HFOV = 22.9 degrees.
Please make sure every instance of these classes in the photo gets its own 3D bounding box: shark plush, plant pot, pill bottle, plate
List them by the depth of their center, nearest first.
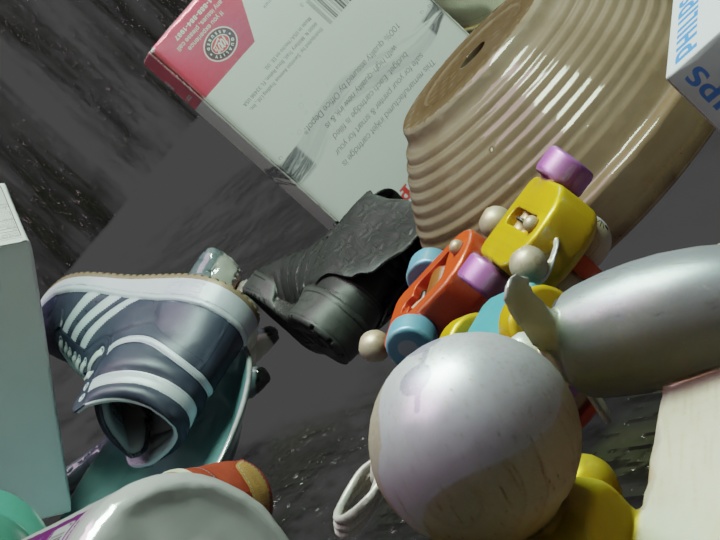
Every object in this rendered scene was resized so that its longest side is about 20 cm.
[{"bbox_3d":[-0.113,0.162,0.776,0.200,0.112,0.113,-31,20,55],"label":"pill bottle"},{"bbox_3d":[0.087,-0.075,0.870,0.201,0.093,0.201,-45,11,11],"label":"plant pot"},{"bbox_3d":[-0.125,0.130,1.090,0.200,0.026,0.201,-43,23,23],"label":"plate"},{"bbox_3d":[-0.135,0.076,1.209,0.200,0.083,0.091,-42,13,26],"label":"shark plush"}]

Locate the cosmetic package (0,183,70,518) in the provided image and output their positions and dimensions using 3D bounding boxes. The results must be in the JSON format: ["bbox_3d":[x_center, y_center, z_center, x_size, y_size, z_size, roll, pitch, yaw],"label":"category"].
[{"bbox_3d":[-0.223,0.055,1.117,0.050,0.201,0.083,-11,32,-15],"label":"cosmetic package"}]

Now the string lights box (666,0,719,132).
[{"bbox_3d":[0.213,-0.139,0.695,0.200,0.059,0.103,-42,14,28],"label":"string lights box"}]

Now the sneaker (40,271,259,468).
[{"bbox_3d":[-0.158,0.062,1.107,0.199,0.070,0.109,-5,48,45],"label":"sneaker"}]

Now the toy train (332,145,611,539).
[{"bbox_3d":[0.052,0.034,0.733,0.150,0.055,0.200,-48,13,28],"label":"toy train"}]

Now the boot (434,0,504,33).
[{"bbox_3d":[0.095,-0.223,1.165,0.200,0.155,0.072,-38,15,40],"label":"boot"}]

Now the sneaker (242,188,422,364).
[{"bbox_3d":[-0.002,-0.002,1.050,0.104,0.060,0.200,-50,17,-6],"label":"sneaker"}]

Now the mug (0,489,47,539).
[{"bbox_3d":[-0.208,0.192,0.937,0.114,0.153,0.185,-4,0,-25],"label":"mug"}]

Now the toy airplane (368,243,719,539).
[{"bbox_3d":[0.066,0.062,0.368,0.199,0.141,0.200,-50,11,-11],"label":"toy airplane"}]

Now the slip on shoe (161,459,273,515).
[{"bbox_3d":[-0.105,0.149,0.932,0.061,0.074,0.200,-16,-16,-36],"label":"slip on shoe"}]

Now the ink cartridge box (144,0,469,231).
[{"bbox_3d":[-0.016,-0.120,1.126,0.147,0.200,0.083,-49,8,-6],"label":"ink cartridge box"}]
